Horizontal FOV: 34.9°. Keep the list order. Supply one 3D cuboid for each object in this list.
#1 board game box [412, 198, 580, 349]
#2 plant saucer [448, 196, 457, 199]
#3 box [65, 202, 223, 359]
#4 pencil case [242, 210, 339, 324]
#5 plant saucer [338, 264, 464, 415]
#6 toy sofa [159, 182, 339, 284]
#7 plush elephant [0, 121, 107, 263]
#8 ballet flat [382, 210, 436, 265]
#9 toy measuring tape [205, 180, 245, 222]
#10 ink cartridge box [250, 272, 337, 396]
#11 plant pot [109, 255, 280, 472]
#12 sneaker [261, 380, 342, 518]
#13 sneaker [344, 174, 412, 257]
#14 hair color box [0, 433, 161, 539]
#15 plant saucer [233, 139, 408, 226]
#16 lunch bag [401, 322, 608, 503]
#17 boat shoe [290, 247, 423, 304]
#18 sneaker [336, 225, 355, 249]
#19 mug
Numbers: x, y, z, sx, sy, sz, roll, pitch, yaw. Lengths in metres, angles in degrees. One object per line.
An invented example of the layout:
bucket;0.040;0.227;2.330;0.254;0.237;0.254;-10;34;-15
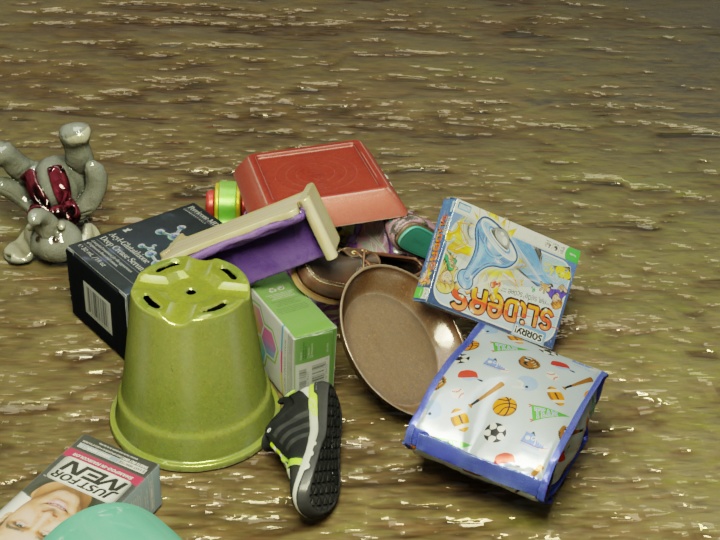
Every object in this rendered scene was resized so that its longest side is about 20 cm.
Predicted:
board game box;0.174;0.006;1.444;0.200;0.136;0.034;20;-7;-25
plant saucer;0.192;-0.028;1.577;0.200;0.027;0.200;37;12;-9
box;-0.255;0.012;1.492;0.200;0.107;0.148;-23;40;-36
pencil case;-0.077;-0.016;1.521;0.085;0.084;0.200;-8;53;-41
plant saucer;0.046;0.089;1.382;0.200;0.037;0.201;24;48;-30
toy sofa;-0.131;-0.022;1.349;0.199;0.083;0.098;-20;19;15
plush elephant;-0.429;-0.082;1.597;0.164;0.200;0.155;-8;54;7
ballet flat;0.100;-0.035;1.542;0.200;0.069;0.071;30;23;-43
toy measuring tape;-0.195;-0.079;1.674;0.073;0.074;0.200;1;32;-4
ink cartridge box;-0.103;0.068;1.419;0.059;0.104;0.200;-14;37;-26
plant pot;-0.190;0.092;1.300;0.200;0.185;0.201;2;32;-1
sneaker;-0.068;0.202;1.266;0.083;0.072;0.200;-13;29;12
sneaker;0.016;-0.050;1.581;0.088;0.081;0.201;-13;70;-4
hair color box;-0.297;0.257;1.147;0.099;0.061;0.200;17;36;21
plant saucer;-0.058;-0.118;1.519;0.199;0.037;0.200;-8;32;-12
lunch bag;0.158;0.169;1.268;0.170;0.124;0.200;19;29;19
boat shoe;0.000;0.000;1.440;0.200;0.070;0.071;3;56;-50
sneaker;-0.038;-0.045;1.627;0.199;0.077;0.075;-1;31;-8
mug;-0.238;0.290;1.014;0.185;0.152;0.114;-22;40;-37
